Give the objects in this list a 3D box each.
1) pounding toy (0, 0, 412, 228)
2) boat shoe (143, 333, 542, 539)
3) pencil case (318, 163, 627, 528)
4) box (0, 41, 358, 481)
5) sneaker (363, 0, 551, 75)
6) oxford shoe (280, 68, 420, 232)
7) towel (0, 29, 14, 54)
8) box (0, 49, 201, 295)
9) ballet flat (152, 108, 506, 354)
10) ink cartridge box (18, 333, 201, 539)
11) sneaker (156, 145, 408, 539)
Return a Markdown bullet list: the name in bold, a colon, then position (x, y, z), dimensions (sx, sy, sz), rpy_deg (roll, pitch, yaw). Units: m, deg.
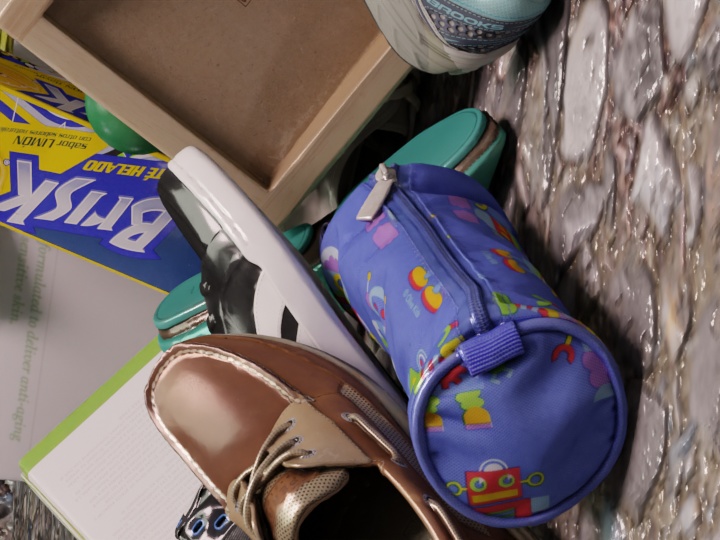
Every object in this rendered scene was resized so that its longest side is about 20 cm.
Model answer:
- **pounding toy**: position (-0.082, -0.131, 1.156), dimensions (0.200, 0.184, 0.142), rpy_deg (-50, 18, 8)
- **boat shoe**: position (-0.011, 0.082, 0.969), dimensions (0.200, 0.072, 0.076), rpy_deg (31, 101, 30)
- **pencil case**: position (0.038, 0.019, 0.971), dimensions (0.087, 0.078, 0.200), rpy_deg (62, 180, -23)
- **box**: position (-0.109, -0.002, 1.377), dimensions (0.171, 0.199, 0.200), rpy_deg (-119, 37, -65)
- **sneaker**: position (0.014, -0.175, 1.030), dimensions (0.200, 0.078, 0.086), rpy_deg (52, 156, -9)
- **oxford shoe**: position (0.005, -0.102, 1.240), dimensions (0.058, 0.075, 0.201), rpy_deg (13, 91, 36)
- **towel**: position (-0.194, -0.072, 1.306), dimensions (0.086, 0.018, 0.201), rpy_deg (150, 127, -71)
- **box**: position (-0.152, -0.056, 1.216), dimensions (0.070, 0.199, 0.064), rpy_deg (-104, 38, -71)
- **ballet flat**: position (0.000, 0.000, 1.131), dimensions (0.200, 0.070, 0.067), rpy_deg (-31, 22, 28)
- **ink cartridge box**: position (-0.044, 0.107, 1.180), dimensions (0.200, 0.148, 0.076), rpy_deg (38, 167, 47)
- **sneaker**: position (-0.048, 0.055, 1.060), dimensions (0.200, 0.112, 0.073), rpy_deg (52, -179, 6)
